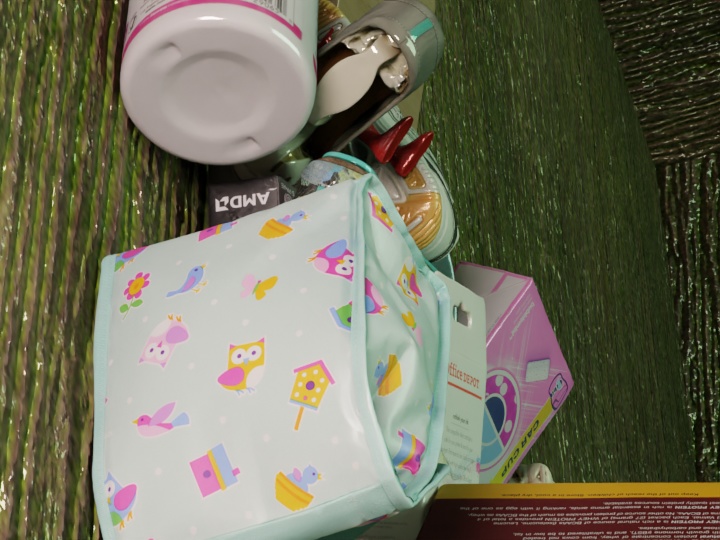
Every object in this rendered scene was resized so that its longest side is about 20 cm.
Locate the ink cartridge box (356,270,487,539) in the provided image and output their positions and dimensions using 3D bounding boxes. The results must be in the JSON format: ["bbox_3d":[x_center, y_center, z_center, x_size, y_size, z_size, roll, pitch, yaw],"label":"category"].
[{"bbox_3d":[0.027,0.106,1.575,0.116,0.067,0.200,31,62,-69],"label":"ink cartridge box"}]

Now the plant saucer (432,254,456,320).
[{"bbox_3d":[-0.014,0.007,1.724,0.201,0.039,0.201,19,63,-44],"label":"plant saucer"}]

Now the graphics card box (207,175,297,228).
[{"bbox_3d":[-0.046,0.053,1.573,0.125,0.051,0.200,33,53,-68],"label":"graphics card box"}]

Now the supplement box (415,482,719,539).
[{"bbox_3d":[0.124,0.220,1.434,0.200,0.197,0.133,-58,143,-65],"label":"supplement box"}]

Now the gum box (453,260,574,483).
[{"bbox_3d":[0.061,0.106,1.810,0.200,0.066,0.114,-52,138,-29],"label":"gum box"}]

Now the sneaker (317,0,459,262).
[{"bbox_3d":[-0.001,-0.085,1.693,0.200,0.076,0.088,63,11,22],"label":"sneaker"}]

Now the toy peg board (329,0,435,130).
[{"bbox_3d":[-0.030,-0.149,1.854,0.200,0.098,0.199,52,44,-62],"label":"toy peg board"}]

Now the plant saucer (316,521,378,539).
[{"bbox_3d":[-0.046,0.079,1.420,0.019,0.070,0.200,43,13,-43],"label":"plant saucer"}]

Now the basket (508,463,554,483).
[{"bbox_3d":[0.096,0.251,1.883,0.136,0.123,0.200,65,17,-48],"label":"basket"}]

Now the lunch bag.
[{"bbox_3d":[-0.046,0.070,1.327,0.200,0.170,0.122,-90,155,-44],"label":"lunch bag"}]

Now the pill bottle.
[{"bbox_3d":[-0.080,-0.167,1.545,0.200,0.113,0.113,-88,161,-47],"label":"pill bottle"}]

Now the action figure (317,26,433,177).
[{"bbox_3d":[-0.039,-0.137,1.641,0.200,0.052,0.065,37,9,22],"label":"action figure"}]

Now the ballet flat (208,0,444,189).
[{"bbox_3d":[-0.033,-0.094,1.564,0.067,0.200,0.064,49,31,-3],"label":"ballet flat"}]

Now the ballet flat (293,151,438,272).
[{"bbox_3d":[0.000,0.000,1.579,0.200,0.074,0.074,53,27,-56],"label":"ballet flat"}]
